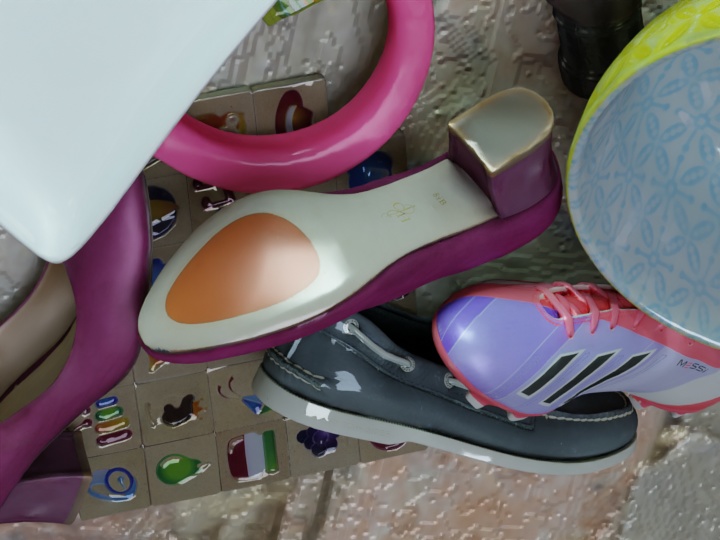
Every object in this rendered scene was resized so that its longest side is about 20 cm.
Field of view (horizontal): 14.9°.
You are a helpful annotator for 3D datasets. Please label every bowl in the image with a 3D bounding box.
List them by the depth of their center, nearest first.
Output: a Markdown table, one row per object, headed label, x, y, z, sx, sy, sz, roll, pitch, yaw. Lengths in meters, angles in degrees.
| label | x | y | z | sx | sy | sz | roll | pitch | yaw |
| --- | --- | --- | --- | --- | --- | --- | --- | --- | --- |
| bowl | 0.193 | -0.063 | 1.162 | 0.200 | 0.108 | 0.200 | 9 | 138 | 8 |

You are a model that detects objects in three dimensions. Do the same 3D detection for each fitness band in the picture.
| label | x | y | z | sx | sy | sz | roll | pitch | yaw |
| --- | --- | --- | --- | --- | --- | --- | --- | --- | --- |
| fitness band | -0.061 | -0.115 | 1.142 | 0.200 | 0.037 | 0.144 | 34 | 101 | -25 |

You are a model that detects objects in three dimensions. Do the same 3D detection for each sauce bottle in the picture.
| label | x | y | z | sx | sy | sz | roll | pitch | yaw |
| --- | --- | --- | --- | --- | --- | --- | --- | --- | --- |
| sauce bottle | 0.093 | -0.156 | 1.141 | 0.066 | 0.066 | 0.200 | -22 | 136 | -5 |

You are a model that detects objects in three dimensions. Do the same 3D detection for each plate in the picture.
| label | x | y | z | sx | sy | sz | roll | pitch | yaw |
| --- | --- | --- | --- | --- | --- | --- | --- | --- | --- |
| plate | -0.131 | -0.139 | 1.077 | 0.200 | 0.032 | 0.200 | 40 | 103 | 0 |

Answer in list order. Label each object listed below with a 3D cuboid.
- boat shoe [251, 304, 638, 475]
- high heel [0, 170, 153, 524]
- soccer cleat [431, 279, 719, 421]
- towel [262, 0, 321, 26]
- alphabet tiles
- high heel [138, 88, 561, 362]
| label | x | y | z | sx | sy | sz | roll | pitch | yaw |
| --- | --- | --- | --- | --- | --- | --- | --- | --- | --- |
| boat shoe | 0.049 | 0.046 | 1.239 | 0.200 | 0.073 | 0.062 | 10 | 107 | -29 |
| high heel | -0.150 | 0.034 | 1.171 | 0.096 | 0.067 | 0.200 | 4 | 121 | -23 |
| soccer cleat | 0.112 | 0.026 | 1.221 | 0.200 | 0.067 | 0.076 | 9 | 141 | -46 |
| towel | 0.030 | -0.165 | 1.073 | 0.200 | 0.018 | 0.086 | -21 | 122 | 21 |
| alphabet tiles | -0.056 | 0.011 | 1.231 | 0.167 | 0.008 | 0.200 | -11 | 119 | -11 |
| high heel | 0.000 | 0.000 | 1.164 | 0.200 | 0.067 | 0.096 | -25 | 153 | -11 |
